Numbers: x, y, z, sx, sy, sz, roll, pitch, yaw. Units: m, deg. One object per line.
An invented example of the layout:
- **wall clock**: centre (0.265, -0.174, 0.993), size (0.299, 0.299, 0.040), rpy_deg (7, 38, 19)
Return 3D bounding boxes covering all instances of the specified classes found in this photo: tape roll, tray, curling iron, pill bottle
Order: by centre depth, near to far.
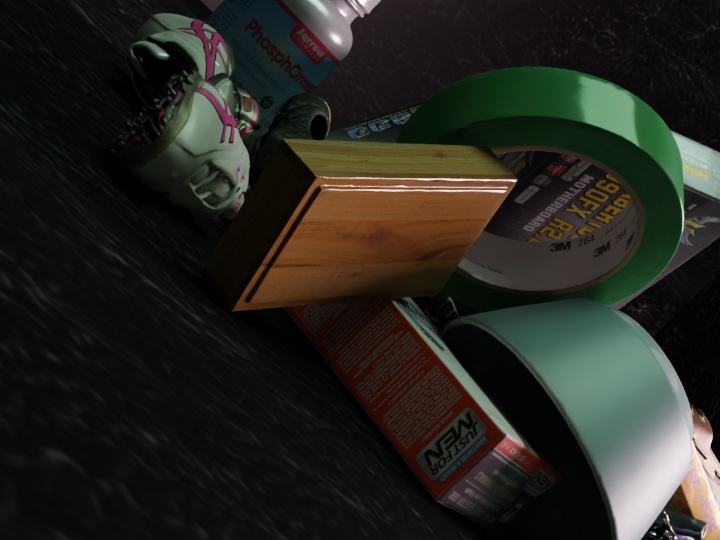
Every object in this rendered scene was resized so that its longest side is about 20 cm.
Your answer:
- **tray**: centre (0.005, -0.027, 0.976), size (0.037, 0.099, 0.199), rpy_deg (47, 29, 25)
- **tape roll**: centre (0.117, -0.048, 1.107), size (0.200, 0.199, 0.048), rpy_deg (43, 40, -34)
- **curling iron**: centre (0.162, 0.153, 1.200), size (0.199, 0.050, 0.026), rpy_deg (20, -28, 36)
- **pill bottle**: centre (-0.078, -0.193, 1.403), size (0.109, 0.200, 0.109), rpy_deg (45, 5, -5)

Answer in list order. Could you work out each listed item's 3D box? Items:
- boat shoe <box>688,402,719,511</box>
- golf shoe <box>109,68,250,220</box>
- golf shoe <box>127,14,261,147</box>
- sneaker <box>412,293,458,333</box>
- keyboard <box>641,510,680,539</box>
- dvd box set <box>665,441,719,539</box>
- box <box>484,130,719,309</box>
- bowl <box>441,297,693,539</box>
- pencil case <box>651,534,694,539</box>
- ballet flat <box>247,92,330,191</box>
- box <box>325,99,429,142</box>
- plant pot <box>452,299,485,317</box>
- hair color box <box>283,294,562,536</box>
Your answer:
- **boat shoe**: centre (0.261, 0.139, 1.403), size (0.072, 0.067, 0.201), rpy_deg (19, -35, 58)
- **golf shoe**: centre (-0.101, -0.074, 1.034), size (0.092, 0.073, 0.200), rpy_deg (47, 5, -5)
- **golf shoe**: centre (-0.142, -0.161, 1.277), size (0.092, 0.073, 0.200), rpy_deg (40, 8, -36)
- **sneaker**: centre (0.000, 0.000, 1.250), size (0.200, 0.078, 0.089), rpy_deg (44, 8, -27)
- **keyboard**: centre (0.218, 0.241, 1.131), size (0.200, 0.020, 0.128), rpy_deg (40, 51, -58)
- **dvd box set**: centre (0.219, 0.137, 1.336), size (0.146, 0.029, 0.201), rpy_deg (30, -26, 48)
- **box**: centre (0.161, -0.038, 1.209), size (0.157, 0.200, 0.049), rpy_deg (21, 54, -22)
- **bowl**: centre (0.151, 0.099, 1.117), size (0.201, 0.104, 0.201), rpy_deg (52, -19, 27)
- **pencil case**: centre (0.177, 0.175, 1.265), size (0.092, 0.086, 0.200), rpy_deg (-7, 36, -25)
- **ballet flat**: centre (-0.045, -0.086, 1.211), size (0.056, 0.067, 0.200), rpy_deg (16, 19, 3)
- **box**: centre (0.022, -0.076, 1.375), size (0.160, 0.198, 0.045), rpy_deg (-125, -160, -58)
- **plant pot**: centre (0.083, 0.006, 1.422), size (0.174, 0.201, 0.200), rpy_deg (28, -3, 25)
- **hair color box**: centre (0.034, 0.071, 1.067), size (0.200, 0.064, 0.111), rpy_deg (51, 6, 32)
